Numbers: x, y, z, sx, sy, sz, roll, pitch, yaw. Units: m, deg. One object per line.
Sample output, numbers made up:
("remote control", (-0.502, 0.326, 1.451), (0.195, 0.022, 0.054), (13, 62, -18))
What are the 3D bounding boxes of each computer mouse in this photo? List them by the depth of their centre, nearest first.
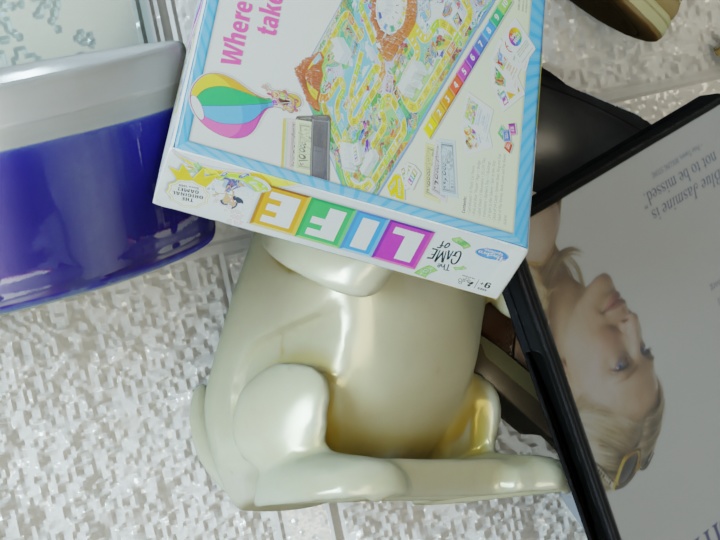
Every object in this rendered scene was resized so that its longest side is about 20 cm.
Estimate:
("computer mouse", (0.135, -0.060, 0.850), (0.199, 0.046, 0.141), (34, 88, -13))

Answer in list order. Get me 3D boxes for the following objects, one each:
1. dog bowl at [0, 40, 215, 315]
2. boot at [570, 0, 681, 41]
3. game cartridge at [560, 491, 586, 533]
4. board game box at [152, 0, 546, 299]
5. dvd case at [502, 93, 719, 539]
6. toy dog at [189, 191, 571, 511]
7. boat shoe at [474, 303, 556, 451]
("dog bowl", (-0.158, -0.033, 0.708), (0.198, 0.200, 0.080), (-12, 100, -11))
("boot", (0.112, -0.220, 0.820), (0.155, 0.072, 0.200), (-45, 102, -8))
("game cartridge", (0.175, 0.065, 0.818), (0.200, 0.040, 0.134), (-49, 112, -27))
("board game box", (0.004, -0.096, 0.700), (0.133, 0.034, 0.202), (16, 53, -10))
("dvd case", (0.133, 0.045, 0.754), (0.142, 0.017, 0.202), (-30, 106, -34))
("toy dog", (0.000, 0.000, 0.780), (0.138, 0.193, 0.203), (4, 80, -33))
("boat shoe", (0.129, 0.074, 0.848), (0.200, 0.072, 0.068), (41, 79, -18))
